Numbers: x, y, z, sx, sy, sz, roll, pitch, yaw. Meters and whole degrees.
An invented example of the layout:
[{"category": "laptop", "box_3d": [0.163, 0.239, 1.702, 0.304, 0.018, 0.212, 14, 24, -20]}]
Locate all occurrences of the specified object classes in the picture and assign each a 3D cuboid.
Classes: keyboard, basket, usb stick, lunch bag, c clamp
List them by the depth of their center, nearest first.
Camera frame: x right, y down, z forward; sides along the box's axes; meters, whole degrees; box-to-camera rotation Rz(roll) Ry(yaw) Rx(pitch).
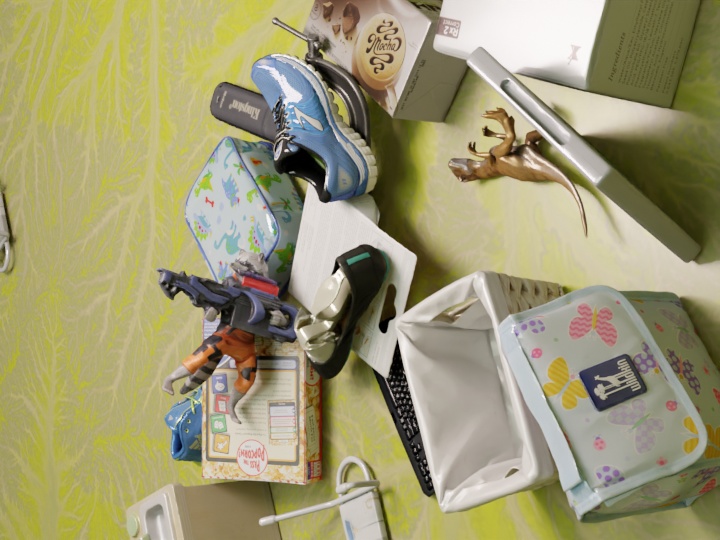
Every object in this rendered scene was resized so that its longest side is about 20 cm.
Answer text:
[{"category": "lunch bag", "box_3d": [0.215, 0.108, 0.919, 0.127, 0.199, 0.171, -46, 55, 38]}, {"category": "basket", "box_3d": [0.137, 0.116, 1.070, 0.135, 0.123, 0.202, -32, 63, 44]}, {"category": "keyboard", "box_3d": [0.054, 0.139, 1.230, 0.104, 0.039, 0.201, -48, 55, 38]}, {"category": "c clamp", "box_3d": [-0.035, -0.180, 1.306, 0.171, 0.027, 0.201, 35, 142, 42]}, {"category": "lunch bag", "box_3d": [-0.145, -0.060, 1.442, 0.161, 0.082, 0.201, -55, 50, 31]}, {"category": "usb stick", "box_3d": [-0.137, -0.206, 1.477, 0.199, 0.032, 0.056, 27, 109, 47]}]

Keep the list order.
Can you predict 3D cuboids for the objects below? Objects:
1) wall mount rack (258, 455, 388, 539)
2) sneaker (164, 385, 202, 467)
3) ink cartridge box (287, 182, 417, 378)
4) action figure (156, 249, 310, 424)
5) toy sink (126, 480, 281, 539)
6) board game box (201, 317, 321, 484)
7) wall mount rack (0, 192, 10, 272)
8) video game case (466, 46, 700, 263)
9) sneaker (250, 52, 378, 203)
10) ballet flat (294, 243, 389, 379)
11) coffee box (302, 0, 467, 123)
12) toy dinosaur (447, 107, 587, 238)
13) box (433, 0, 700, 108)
[{"category": "wall mount rack", "box_3d": [-0.031, 0.323, 1.293, 0.173, 0.074, 0.202, -34, 62, 44]}, {"category": "sneaker", "box_3d": [-0.193, 0.177, 1.466, 0.076, 0.104, 0.202, 39, 117, 45]}, {"category": "ink cartridge box", "box_3d": [0.000, 0.000, 1.280, 0.200, 0.050, 0.163, 37, 127, 38]}, {"category": "action figure", "box_3d": [-0.172, 0.060, 1.322, 0.195, 0.199, 0.104, -65, 25, -6]}, {"category": "toy sink", "box_3d": [-0.221, 0.336, 1.420, 0.130, 0.199, 0.113, -36, 62, 43]}, {"category": "board game box", "box_3d": [-0.123, 0.158, 1.388, 0.150, 0.046, 0.202, -1, 87, 25]}, {"category": "wall mount rack", "box_3d": [-0.728, -0.076, 2.121, 0.174, 0.074, 0.201, -42, 57, 40]}, {"category": "video game case", "box_3d": [0.193, -0.097, 0.960, 0.022, 0.199, 0.183, -47, 52, 12]}, {"category": "sneaker", "box_3d": [-0.067, -0.159, 1.251, 0.201, 0.089, 0.079, 53, 151, 17]}, {"category": "ballet flat", "box_3d": [-0.035, 0.049, 1.241, 0.068, 0.068, 0.201, 50, 134, 30]}, {"category": "coffee box", "box_3d": [0.031, -0.265, 1.246, 0.200, 0.079, 0.114, 49, 126, 39]}, {"category": "toy dinosaur", "box_3d": [0.167, -0.110, 1.111, 0.199, 0.060, 0.107, 22, 128, 53]}, {"category": "box", "box_3d": [0.194, -0.269, 1.016, 0.198, 0.130, 0.202, 27, 108, 46]}]
